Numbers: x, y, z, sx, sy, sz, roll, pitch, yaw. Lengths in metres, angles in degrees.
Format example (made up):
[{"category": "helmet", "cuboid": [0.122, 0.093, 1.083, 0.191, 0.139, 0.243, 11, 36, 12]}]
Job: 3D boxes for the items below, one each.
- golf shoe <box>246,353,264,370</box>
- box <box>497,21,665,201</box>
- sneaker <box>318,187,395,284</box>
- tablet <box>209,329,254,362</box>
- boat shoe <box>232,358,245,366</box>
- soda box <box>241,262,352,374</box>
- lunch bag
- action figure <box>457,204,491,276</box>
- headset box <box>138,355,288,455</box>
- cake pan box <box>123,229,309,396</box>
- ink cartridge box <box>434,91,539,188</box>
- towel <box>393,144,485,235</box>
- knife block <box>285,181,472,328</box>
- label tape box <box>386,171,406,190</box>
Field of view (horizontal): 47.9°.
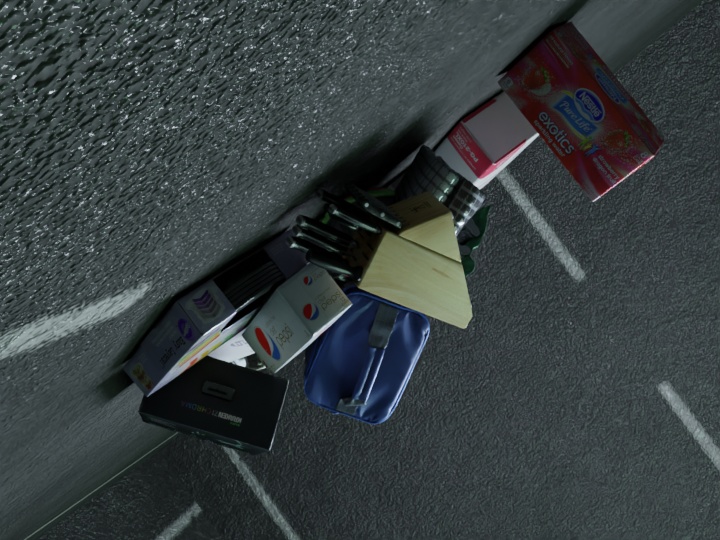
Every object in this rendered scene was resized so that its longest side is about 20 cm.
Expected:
[{"category": "golf shoe", "cuboid": [-0.110, 0.097, 1.279, 0.096, 0.079, 0.200, 5, 144, -40]}, {"category": "box", "cuboid": [0.283, -0.204, 1.035, 0.099, 0.201, 0.095, -39, 178, 35]}, {"category": "sneaker", "cuboid": [-0.027, -0.030, 1.024, 0.199, 0.084, 0.077, -41, 177, 13]}, {"category": "tablet", "cuboid": [-0.161, 0.100, 1.156, 0.198, 0.014, 0.130, -22, 161, 22]}, {"category": "boat shoe", "cuboid": [-0.256, 0.171, 1.380, 0.068, 0.074, 0.199, -52, -167, -29]}, {"category": "soda box", "cuboid": [-0.081, 0.060, 0.962, 0.063, 0.068, 0.200, -38, 177, -28]}, {"category": "lunch bag", "cuboid": [0.001, 0.104, 1.082, 0.133, 0.134, 0.203, -94, -156, -69]}, {"category": "action figure", "cuboid": [0.106, -0.022, 1.131, 0.119, 0.054, 0.200, -60, -170, -21]}, {"category": "headset box", "cuboid": [-0.198, 0.176, 1.079, 0.200, 0.171, 0.094, 131, -24, -71]}, {"category": "cake pan box", "cuboid": [-0.162, 0.048, 0.931, 0.184, 0.053, 0.200, -39, 178, -43]}, {"category": "ink cartridge box", "cuboid": [0.178, -0.179, 1.247, 0.144, 0.085, 0.200, -36, 175, -29]}, {"category": "towel", "cuboid": [0.076, -0.060, 1.027, 0.167, 0.085, 0.200, -57, -172, 11]}, {"category": "knife block", "cuboid": [0.020, -0.004, 0.880, 0.173, 0.203, 0.064, -22, -149, -9]}, {"category": "label tape box", "cuboid": [0.016, -0.063, 1.243, 0.199, 0.064, 0.144, -38, 176, -11]}]
